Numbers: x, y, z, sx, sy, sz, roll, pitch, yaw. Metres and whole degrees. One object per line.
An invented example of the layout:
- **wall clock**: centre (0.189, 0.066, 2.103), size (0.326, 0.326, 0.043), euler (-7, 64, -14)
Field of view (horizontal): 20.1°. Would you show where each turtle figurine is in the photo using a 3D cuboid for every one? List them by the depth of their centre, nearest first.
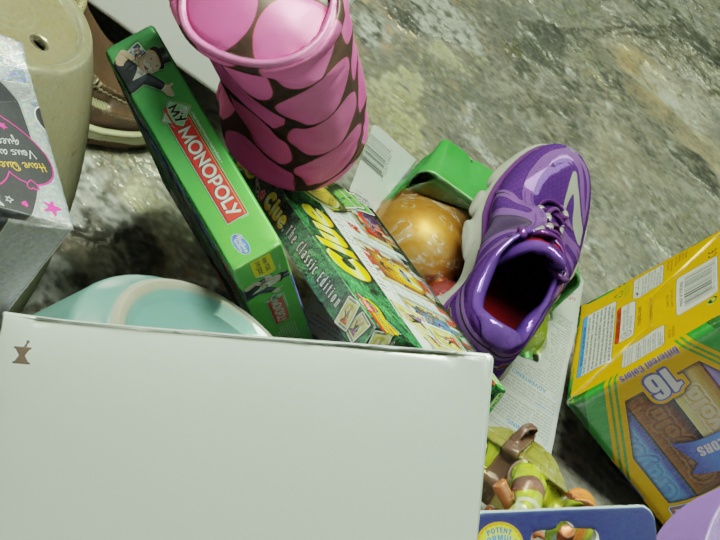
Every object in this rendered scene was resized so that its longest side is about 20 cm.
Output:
- **turtle figurine**: centre (0.072, 0.108, 1.130), size (0.161, 0.065, 0.200), euler (34, -3, 8)

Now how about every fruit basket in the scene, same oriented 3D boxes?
- **fruit basket**: centre (0.056, 0.021, 1.290), size (0.185, 0.094, 0.200), euler (33, 46, -14)

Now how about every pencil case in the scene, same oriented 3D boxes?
- **pencil case**: centre (-0.047, -0.109, 1.063), size (0.093, 0.200, 0.091), euler (7, 72, 7)

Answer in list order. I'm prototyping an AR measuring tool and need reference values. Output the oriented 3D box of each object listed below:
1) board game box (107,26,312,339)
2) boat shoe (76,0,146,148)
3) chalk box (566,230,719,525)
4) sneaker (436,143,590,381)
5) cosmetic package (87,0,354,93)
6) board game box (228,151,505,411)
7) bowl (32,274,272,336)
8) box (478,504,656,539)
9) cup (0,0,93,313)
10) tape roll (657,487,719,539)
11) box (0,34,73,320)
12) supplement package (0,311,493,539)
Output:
- **board game box**: centre (-0.077, -0.033, 1.093), size (0.135, 0.029, 0.200), euler (58, -6, 15)
- **boat shoe**: centre (-0.178, -0.130, 1.194), size (0.202, 0.075, 0.075), euler (14, 40, -40)
- **chalk box**: centre (0.242, 0.099, 1.330), size (0.200, 0.124, 0.125), euler (52, 25, -18)
- **sneaker**: centre (0.105, -0.006, 1.224), size (0.081, 0.083, 0.200), euler (37, 48, -12)
- **cosmetic package**: centre (-0.108, -0.218, 1.302), size (0.199, 0.123, 0.200), euler (35, 15, -12)
- **board game box**: centre (0.000, 0.000, 1.142), size (0.105, 0.023, 0.200), euler (24, 21, -38)
- **bowl**: centre (-0.099, 0.080, 0.987), size (0.200, 0.105, 0.201), euler (29, 33, -21)
- **box**: centre (0.098, 0.217, 0.994), size (0.121, 0.032, 0.201), euler (2, 81, -32)
- **cup**: centre (-0.215, -0.087, 1.026), size (0.200, 0.143, 0.201), euler (30, 33, -21)
- **tape roll**: centre (0.261, 0.217, 1.202), size (0.199, 0.066, 0.201), euler (14, 62, -26)
- **box**: centre (-0.229, -0.005, 0.844), size (0.132, 0.200, 0.115), euler (15, 41, -38)
- **supplement package**: centre (-0.053, 0.105, 0.853), size (0.199, 0.156, 0.111), euler (5, -5, -1)
